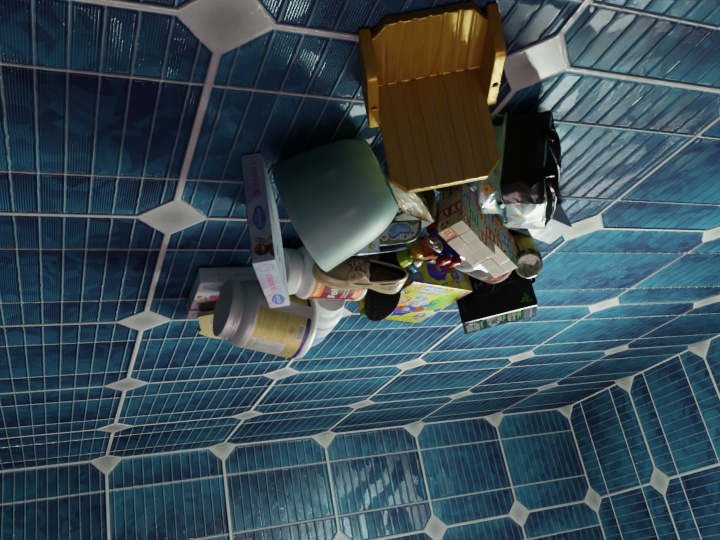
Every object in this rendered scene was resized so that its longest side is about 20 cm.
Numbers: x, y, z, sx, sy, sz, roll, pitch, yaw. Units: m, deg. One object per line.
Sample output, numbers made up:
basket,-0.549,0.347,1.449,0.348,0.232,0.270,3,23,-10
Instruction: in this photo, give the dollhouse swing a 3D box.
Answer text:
dollhouse swing,0.110,-0.238,0.995,0.197,0.178,0.182,-10,157,-2

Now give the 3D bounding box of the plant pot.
plant pot,-0.031,-0.125,1.171,0.159,0.203,0.201,-27,155,6

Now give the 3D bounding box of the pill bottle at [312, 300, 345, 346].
pill bottle,-0.107,0.102,1.727,0.111,0.114,0.200,-1,153,-24

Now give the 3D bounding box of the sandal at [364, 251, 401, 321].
sandal,0.060,0.014,1.525,0.074,0.204,0.048,15,178,3

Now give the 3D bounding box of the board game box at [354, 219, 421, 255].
board game box,0.015,-0.062,1.382,0.197,0.063,0.200,-5,-177,-15

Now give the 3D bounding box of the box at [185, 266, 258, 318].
box,-0.310,0.052,1.609,0.154,0.042,0.200,-1,153,-25

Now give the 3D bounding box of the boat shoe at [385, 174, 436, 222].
boat shoe,0.097,-0.144,1.341,0.065,0.075,0.200,-4,161,21

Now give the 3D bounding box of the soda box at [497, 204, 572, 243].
soda box,0.374,-0.119,1.514,0.198,0.064,0.068,13,139,-45

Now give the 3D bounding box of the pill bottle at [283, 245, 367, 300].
pill bottle,-0.086,0.006,1.517,0.197,0.116,0.114,3,152,-32

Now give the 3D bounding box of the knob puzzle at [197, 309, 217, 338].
knob puzzle,-0.292,0.117,1.674,0.216,0.031,0.220,-13,157,-6

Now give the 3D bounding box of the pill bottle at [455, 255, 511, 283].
pill bottle,0.261,-0.044,1.579,0.110,0.112,0.199,-26,153,29

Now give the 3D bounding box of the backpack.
backpack,0.283,-0.166,1.244,0.151,0.179,0.200,-2,162,22

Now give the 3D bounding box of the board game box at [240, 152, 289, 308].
board game box,-0.165,-0.064,1.220,0.040,0.203,0.200,-9,156,-2

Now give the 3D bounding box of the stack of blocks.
stack of blocks,0.239,-0.071,1.414,0.058,0.116,0.200,-27,129,33

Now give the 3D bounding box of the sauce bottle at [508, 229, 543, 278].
sauce bottle,0.356,-0.049,1.539,0.064,0.201,0.066,2,114,4

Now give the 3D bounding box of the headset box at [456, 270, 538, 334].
headset box,0.327,0.040,1.714,0.197,0.177,0.093,-14,157,6

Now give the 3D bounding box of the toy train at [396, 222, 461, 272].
toy train,0.122,-0.040,1.419,0.114,0.086,0.199,-20,169,23

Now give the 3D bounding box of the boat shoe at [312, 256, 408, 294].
boat shoe,0.000,0.000,1.445,0.197,0.072,0.065,6,154,-15

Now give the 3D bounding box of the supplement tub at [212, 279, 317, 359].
supplement tub,-0.207,0.104,1.521,0.198,0.147,0.145,17,146,-25

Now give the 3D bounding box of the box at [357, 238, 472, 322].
box,0.119,0.024,1.649,0.198,0.124,0.192,8,148,-39
